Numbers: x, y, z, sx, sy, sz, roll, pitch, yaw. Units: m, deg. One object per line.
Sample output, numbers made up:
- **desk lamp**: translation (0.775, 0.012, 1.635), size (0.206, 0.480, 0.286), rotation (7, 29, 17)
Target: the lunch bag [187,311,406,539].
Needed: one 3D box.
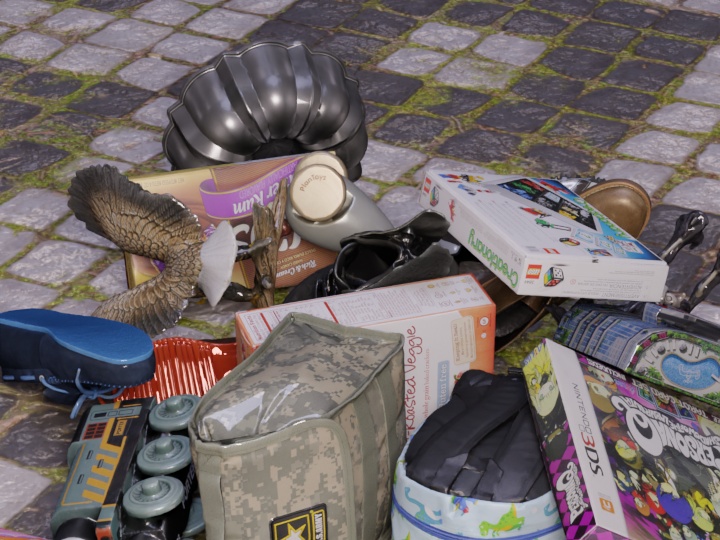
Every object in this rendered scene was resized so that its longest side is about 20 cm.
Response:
- **lunch bag**: translation (-0.048, 0.149, 1.462), size (0.117, 0.165, 0.200), rotation (11, 31, 25)

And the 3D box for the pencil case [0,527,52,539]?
- **pencil case**: translation (-0.287, 0.210, 1.445), size (0.199, 0.088, 0.087), rotation (13, 31, 24)

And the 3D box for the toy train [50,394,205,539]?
- **toy train**: translation (-0.170, 0.165, 1.532), size (0.113, 0.086, 0.200), rotation (-8, 29, 11)

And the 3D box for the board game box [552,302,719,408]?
- **board game box**: translation (0.275, 0.073, 1.556), size (0.199, 0.062, 0.200), rotation (20, 0, -18)

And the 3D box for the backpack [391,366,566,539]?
- **backpack**: translation (0.101, 0.160, 1.484), size (0.162, 0.155, 0.200), rotation (17, 10, 18)

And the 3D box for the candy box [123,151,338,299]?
- **candy box**: translation (-0.115, -0.038, 1.845), size (0.199, 0.118, 0.056), rotation (-8, 5, -14)

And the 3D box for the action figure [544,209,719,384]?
- **action figure**: translation (0.234, 0.045, 1.713), size (0.200, 0.102, 0.119), rotation (-40, 62, -19)

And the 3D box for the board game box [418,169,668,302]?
- **board game box**: translation (0.141, -0.030, 1.623), size (0.125, 0.035, 0.200), rotation (4, 20, -23)

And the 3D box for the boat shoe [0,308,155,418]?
- **boat shoe**: translation (-0.226, 0.076, 1.657), size (0.084, 0.069, 0.200), rotation (-9, 13, -35)

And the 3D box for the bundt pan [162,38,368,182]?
- **bundt pan**: translation (-0.080, -0.113, 1.921), size (0.201, 0.203, 0.076), rotation (-9, 41, -15)

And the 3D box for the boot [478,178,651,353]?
- **boot**: translation (0.168, 0.003, 1.735), size (0.074, 0.200, 0.076), rotation (43, 23, -13)

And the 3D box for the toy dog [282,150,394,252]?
- **toy dog**: translation (-0.010, -0.012, 1.788), size (0.200, 0.096, 0.132), rotation (50, 10, 17)

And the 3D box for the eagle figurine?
- **eagle figurine**: translation (-0.166, 0.000, 1.727), size (0.199, 0.152, 0.152), rotation (3, 37, 6)

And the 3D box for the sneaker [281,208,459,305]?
- **sneaker**: translation (0.000, 0.003, 1.655), size (0.199, 0.060, 0.104), rotation (-15, -21, 28)

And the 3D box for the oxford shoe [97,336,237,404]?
- **oxford shoe**: translation (-0.118, 0.089, 1.698), size (0.199, 0.072, 0.073), rotation (-6, -6, 4)

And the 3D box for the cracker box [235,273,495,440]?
- **cracker box**: translation (0.004, 0.087, 1.606), size (0.199, 0.135, 0.058), rotation (-9, 31, -15)

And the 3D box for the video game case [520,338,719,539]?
- **video game case**: translation (0.213, 0.152, 1.450), size (0.199, 0.036, 0.182), rotation (25, 34, -27)

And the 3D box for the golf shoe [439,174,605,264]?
- **golf shoe**: translation (0.161, -0.034, 1.908), size (0.199, 0.078, 0.095), rotation (-4, 46, -3)
